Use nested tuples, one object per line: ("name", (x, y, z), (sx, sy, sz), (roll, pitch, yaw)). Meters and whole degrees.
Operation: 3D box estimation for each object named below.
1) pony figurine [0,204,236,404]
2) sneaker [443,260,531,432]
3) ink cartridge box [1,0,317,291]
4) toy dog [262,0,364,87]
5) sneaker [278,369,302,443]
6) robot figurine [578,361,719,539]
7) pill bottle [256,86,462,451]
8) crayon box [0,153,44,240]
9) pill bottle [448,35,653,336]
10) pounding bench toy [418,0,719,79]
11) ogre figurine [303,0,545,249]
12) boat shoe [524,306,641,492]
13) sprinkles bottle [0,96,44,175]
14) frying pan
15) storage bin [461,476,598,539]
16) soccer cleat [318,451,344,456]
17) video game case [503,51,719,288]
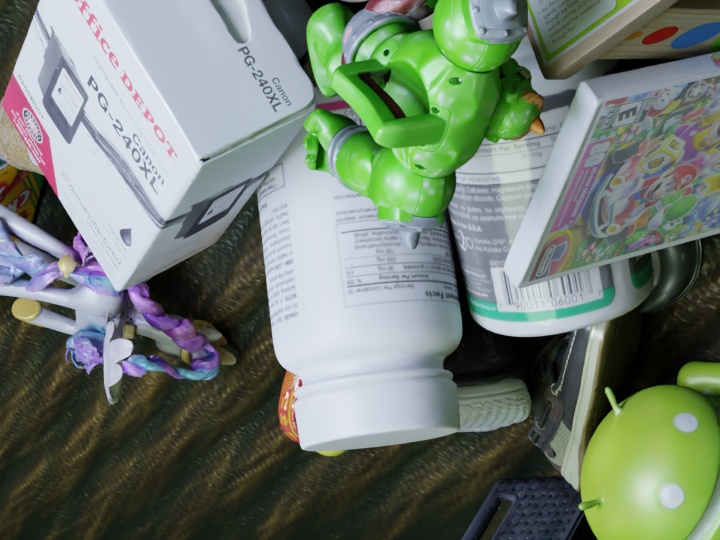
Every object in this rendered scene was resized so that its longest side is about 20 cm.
("pony figurine", (-0.189, 0.015, 1.194), (0.199, 0.168, 0.193), (20, 164, 6))
("sneaker", (0.063, 0.053, 1.094), (0.200, 0.075, 0.115), (142, 124, -75))
("ink cartridge box", (-0.121, -0.096, 0.915), (0.146, 0.083, 0.200), (57, 151, 7))
("toy dog", (-0.054, -0.175, 0.948), (0.131, 0.097, 0.200), (12, 144, -14))
("sneaker", (-0.011, 0.019, 1.046), (0.073, 0.201, 0.077), (32, 156, -33))
("robot figurine", (0.223, 0.144, 0.999), (0.199, 0.177, 0.116), (24, 155, -21))
("pill bottle", (0.000, 0.000, 0.947), (0.113, 0.113, 0.202), (-16, 76, 41))
("crayon box", (-0.312, -0.026, 1.245), (0.051, 0.127, 0.200), (39, 138, 9))
("pill bottle", (0.099, -0.074, 0.919), (0.112, 0.113, 0.202), (0, 111, 34))
("pounding bench toy", (0.140, -0.162, 0.796), (0.200, 0.155, 0.125), (-34, 69, 46))
("ogre figurine", (0.024, -0.098, 0.750), (0.200, 0.098, 0.120), (-51, 45, 27))
("boat shoe", (0.137, 0.074, 1.046), (0.066, 0.072, 0.201), (27, 151, 21))
("sprinkles bottle", (-0.176, -0.085, 1.110), (0.199, 0.068, 0.069), (19, 136, 45))
("frying pan", (0.125, -0.035, 1.014), (0.189, 0.031, 0.115), (31, 135, 6))
("storage bin", (0.154, 0.258, 1.150), (0.093, 0.135, 0.201), (-8, 119, 39))
("soccer cleat", (-0.025, 0.070, 1.158), (0.064, 0.084, 0.201), (26, 135, 14))
("video game case", (0.179, -0.061, 0.839), (0.018, 0.199, 0.144), (60, 151, 30))
